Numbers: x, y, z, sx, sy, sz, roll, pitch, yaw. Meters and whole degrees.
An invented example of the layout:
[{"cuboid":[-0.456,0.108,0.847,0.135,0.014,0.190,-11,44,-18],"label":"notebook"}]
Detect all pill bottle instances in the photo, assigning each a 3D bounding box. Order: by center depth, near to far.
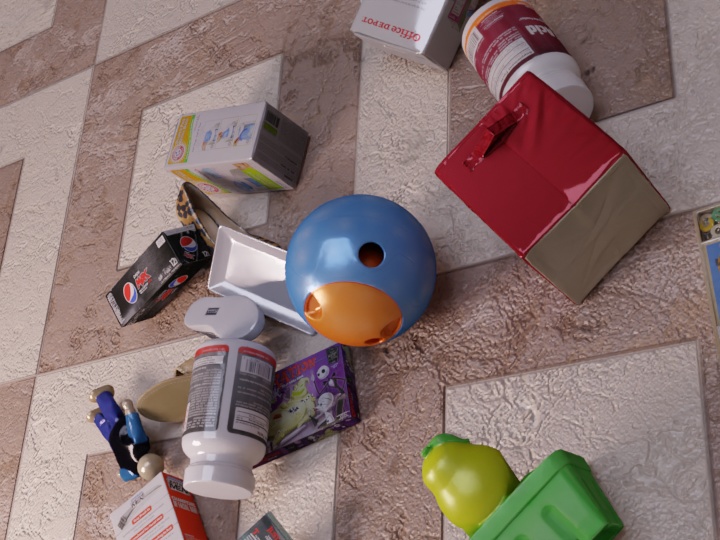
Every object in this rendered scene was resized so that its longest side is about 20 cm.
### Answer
[{"cuboid":[0.225,-0.269,1.508,0.114,0.114,0.200,-39,49,15],"label":"pill bottle"},{"cuboid":[-0.182,0.203,1.535,0.116,0.116,0.200,-11,60,33],"label":"pill bottle"}]

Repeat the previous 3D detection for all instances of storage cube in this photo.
[{"cuboid":[0.232,-0.097,1.357,0.171,0.200,0.180,-47,53,7],"label":"storage cube"}]

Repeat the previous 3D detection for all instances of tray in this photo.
[{"cuboid":[-0.134,0.011,1.650,0.200,0.022,0.108,22,111,25],"label":"tray"}]

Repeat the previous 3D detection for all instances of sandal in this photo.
[{"cuboid":[-0.235,0.158,1.682,0.211,0.078,0.070,-26,28,17],"label":"sandal"}]

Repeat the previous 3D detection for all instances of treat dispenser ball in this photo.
[{"cuboid":[0.000,0.000,1.478,0.201,0.201,0.201,-18,57,30],"label":"treat dispenser ball"}]

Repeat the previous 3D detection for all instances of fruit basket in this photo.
[{"cuboid":[0.157,0.266,1.242,0.215,0.155,0.216,-7,73,24],"label":"fruit basket"}]

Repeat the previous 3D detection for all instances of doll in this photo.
[{"cuboid":[-0.359,0.252,1.710,0.200,0.048,0.137,39,126,43],"label":"doll"}]

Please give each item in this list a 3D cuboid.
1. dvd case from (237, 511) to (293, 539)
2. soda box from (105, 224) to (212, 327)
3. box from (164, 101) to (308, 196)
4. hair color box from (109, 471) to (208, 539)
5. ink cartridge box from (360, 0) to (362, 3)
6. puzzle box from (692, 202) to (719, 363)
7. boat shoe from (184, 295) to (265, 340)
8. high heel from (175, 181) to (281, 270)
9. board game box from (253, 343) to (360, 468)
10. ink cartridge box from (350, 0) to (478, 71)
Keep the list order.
[{"cuboid":[-0.143,0.430,1.441,0.200,0.022,0.146,-45,75,12],"label":"dvd case"},{"cuboid":[-0.319,0.009,1.760,0.200,0.071,0.063,-40,76,39],"label":"soda box"},{"cuboid":[-0.200,-0.191,1.797,0.200,0.112,0.102,-1,68,38],"label":"box"},{"cuboid":[-0.271,0.398,1.571,0.111,0.064,0.200,-40,50,14],"label":"hair color box"},{"cuboid":[0.062,-0.526,1.817,0.160,0.047,0.200,-28,55,24],"label":"ink cartridge box"},{"cuboid":[0.451,0.003,1.246,0.133,0.025,0.200,-19,56,29],"label":"puzzle box"},{"cuboid":[-0.187,0.083,1.653,0.200,0.068,0.072,0,57,54],"label":"boat shoe"},{"cuboid":[-0.207,-0.073,1.724,0.200,0.071,0.143,-3,108,42],"label":"high heel"},{"cuboid":[-0.094,0.191,1.570,0.200,0.032,0.120,-27,48,24],"label":"board game box"},{"cuboid":[0.095,-0.416,1.675,0.144,0.085,0.200,26,92,33],"label":"ink cartridge box"}]
